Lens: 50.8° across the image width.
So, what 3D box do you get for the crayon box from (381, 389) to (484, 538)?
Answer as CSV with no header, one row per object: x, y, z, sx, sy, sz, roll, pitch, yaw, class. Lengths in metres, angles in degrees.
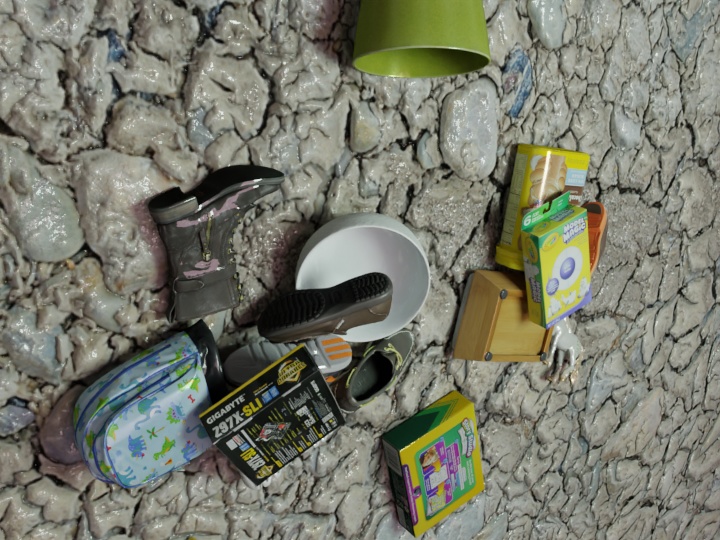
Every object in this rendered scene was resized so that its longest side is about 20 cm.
0.134,0.344,1.355,0.170,0.058,0.204,-26,120,-27,crayon box

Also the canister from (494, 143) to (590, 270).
0.314,-0.108,1.303,0.146,0.086,0.205,-1,106,-35,canister

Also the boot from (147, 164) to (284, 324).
-0.178,-0.033,0.995,0.196,0.069,0.178,-21,121,-20,boot

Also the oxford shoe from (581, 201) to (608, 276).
0.418,-0.024,1.396,0.073,0.070,0.203,44,64,-42,oxford shoe

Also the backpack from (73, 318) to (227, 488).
-0.265,0.183,0.970,0.196,0.154,0.166,-15,122,-17,backpack

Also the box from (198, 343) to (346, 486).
-0.108,0.197,1.008,0.158,0.050,0.201,-33,150,-8,box

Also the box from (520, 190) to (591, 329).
0.326,-0.019,1.258,0.116,0.048,0.204,-27,119,-24,box

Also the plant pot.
0.079,-0.374,0.997,0.184,0.186,0.206,-2,93,-34,plant pot

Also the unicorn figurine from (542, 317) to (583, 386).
0.384,0.129,1.457,0.139,0.073,0.201,-57,143,-17,unicorn figurine

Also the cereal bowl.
0.000,0.000,1.095,0.195,0.084,0.204,-4,125,-5,cereal bowl

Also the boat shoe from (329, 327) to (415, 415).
0.030,0.151,1.175,0.201,0.060,0.073,-40,101,-39,boat shoe

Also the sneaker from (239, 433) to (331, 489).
-0.107,0.235,1.137,0.199,0.075,0.082,-38,116,-19,sneaker

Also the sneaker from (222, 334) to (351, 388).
-0.109,0.158,1.080,0.196,0.078,0.113,-2,139,-31,sneaker

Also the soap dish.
0.263,0.087,1.339,0.197,0.081,0.161,5,104,-36,soap dish

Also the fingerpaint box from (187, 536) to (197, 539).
-0.262,0.527,1.126,0.200,0.073,0.168,-46,128,-14,fingerpaint box

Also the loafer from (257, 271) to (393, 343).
-0.045,0.067,1.041,0.195,0.074,0.072,-14,128,6,loafer
